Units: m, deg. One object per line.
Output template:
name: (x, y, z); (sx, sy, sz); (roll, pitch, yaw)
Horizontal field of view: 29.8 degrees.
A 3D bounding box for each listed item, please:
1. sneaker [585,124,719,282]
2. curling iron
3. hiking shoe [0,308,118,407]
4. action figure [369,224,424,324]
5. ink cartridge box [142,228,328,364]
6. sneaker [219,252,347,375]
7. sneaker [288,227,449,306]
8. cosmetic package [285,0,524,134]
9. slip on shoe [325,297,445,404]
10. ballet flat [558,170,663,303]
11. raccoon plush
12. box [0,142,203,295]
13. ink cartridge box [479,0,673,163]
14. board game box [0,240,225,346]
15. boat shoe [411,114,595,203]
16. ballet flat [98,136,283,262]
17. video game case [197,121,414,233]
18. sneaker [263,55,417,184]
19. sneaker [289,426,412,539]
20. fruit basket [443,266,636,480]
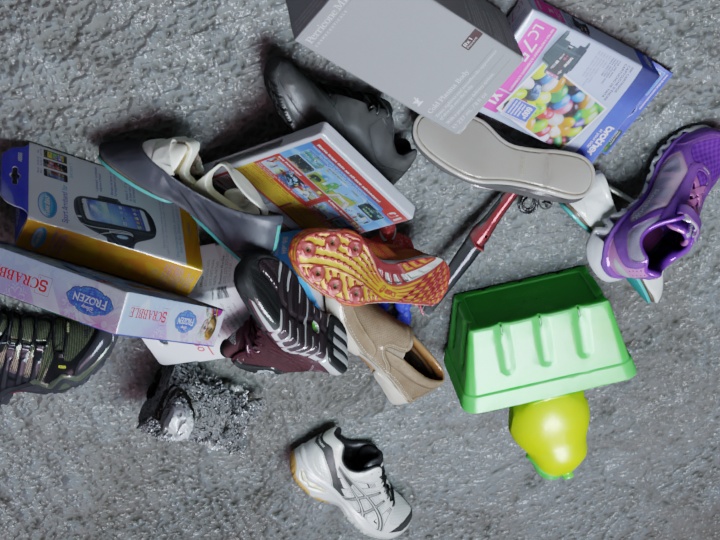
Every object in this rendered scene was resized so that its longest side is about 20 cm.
sneaker: (0.327, -0.063, 1.405); (0.080, 0.088, 0.201); (44, 81, -26)
curling iron: (0.133, -0.029, 1.432); (0.050, 0.026, 0.200); (41, 99, -6)
hiking shoe: (-0.350, 0.080, 1.404); (0.198, 0.076, 0.101); (-22, 135, 6)
action figure: (0.034, 0.024, 1.473); (0.065, 0.052, 0.202); (-7, 129, -1)
ink cartridge box: (-0.132, 0.030, 1.394); (0.198, 0.067, 0.116); (-8, 141, 14)
sneaker: (-0.099, 0.057, 1.305); (0.114, 0.076, 0.200); (-11, 146, 23)
sneaker: (0.000, 0.000, 1.350); (0.199, 0.077, 0.074); (16, 90, -42)
cosmetic package: (0.039, -0.224, 1.236); (0.199, 0.091, 0.107); (22, 125, -32)
slip on shoe: (0.027, 0.071, 1.428); (0.060, 0.077, 0.201); (-14, 132, 22)
ballet flat: (0.291, -0.037, 1.476); (0.069, 0.070, 0.200); (-35, 127, 17)
raccoon plush: (-0.164, 0.173, 1.461); (0.133, 0.200, 0.097); (29, 106, -17)
box: (-0.251, -0.052, 1.288); (0.198, 0.120, 0.042); (16, 125, -25)
ink cartridge box: (0.209, -0.182, 1.345); (0.198, 0.042, 0.120); (19, 123, -29)
board game box: (-0.256, 0.019, 1.258); (0.200, 0.198, 0.042); (19, 89, -69)
boat shoe: (0.139, -0.108, 1.366); (0.198, 0.068, 0.057); (16, 168, -12)
ballet flat: (-0.155, -0.083, 1.280); (0.199, 0.073, 0.073); (35, 122, 7)
video game case: (-0.066, -0.073, 1.323); (0.199, 0.018, 0.143); (-14, 139, 38)
sneaker: (-0.019, -0.147, 1.306); (0.091, 0.076, 0.200); (-40, 133, 6)
sneaker: (0.008, 0.259, 1.644); (0.087, 0.076, 0.199); (-40, 128, 20)
fruit basket: (0.203, 0.122, 1.520); (0.213, 0.156, 0.218); (-4, 116, -7)
